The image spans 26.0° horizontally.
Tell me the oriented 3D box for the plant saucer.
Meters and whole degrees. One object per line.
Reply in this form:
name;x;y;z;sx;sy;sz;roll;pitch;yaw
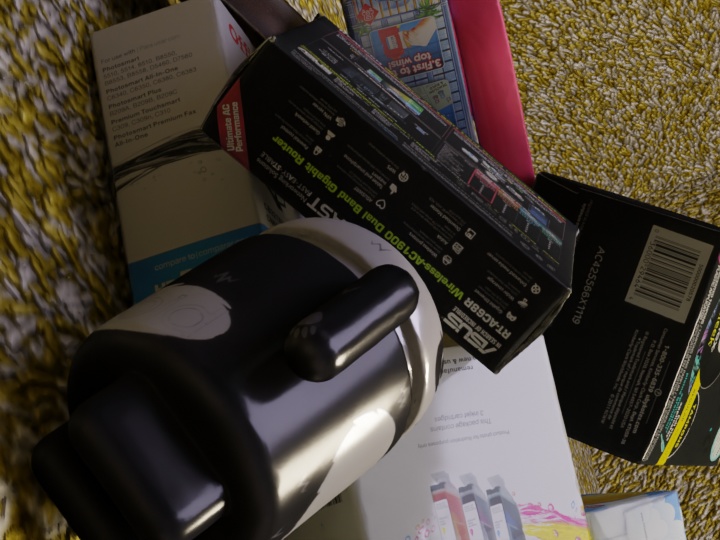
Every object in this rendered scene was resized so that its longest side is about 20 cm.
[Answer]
plant saucer;-0.069;-0.161;1.031;0.200;0.032;0.200;41;-4;3

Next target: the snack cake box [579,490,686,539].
snack cake box;0.115;0.198;0.945;0.200;0.067;0.115;-17;-98;60

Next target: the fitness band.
fitness band;0.076;-0.126;0.991;0.144;0.037;0.200;-96;171;-63

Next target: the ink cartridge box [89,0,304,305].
ink cartridge box;-0.081;-0.038;0.915;0.146;0.084;0.200;51;24;-64

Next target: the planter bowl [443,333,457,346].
planter bowl;0.083;0.008;1.172;0.200;0.200;0.135;-42;146;-78

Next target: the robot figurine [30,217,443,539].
robot figurine;-0.048;0.057;0.706;0.200;0.150;0.125;-34;126;-43

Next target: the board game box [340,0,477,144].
board game box;0.036;-0.095;1.004;0.200;0.062;0.200;-100;176;-75

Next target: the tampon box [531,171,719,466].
tampon box;0.177;0.036;1.007;0.200;0.126;0.150;13;98;-63

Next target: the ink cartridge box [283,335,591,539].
ink cartridge box;0.030;0.154;0.868;0.145;0.144;0.200;-30;-112;57

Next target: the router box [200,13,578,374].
router box;0.022;-0.047;0.834;0.200;0.062;0.150;40;17;-1
